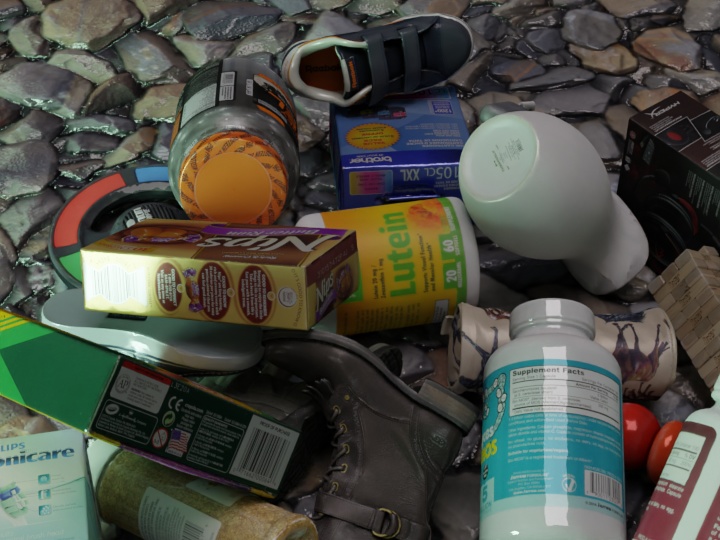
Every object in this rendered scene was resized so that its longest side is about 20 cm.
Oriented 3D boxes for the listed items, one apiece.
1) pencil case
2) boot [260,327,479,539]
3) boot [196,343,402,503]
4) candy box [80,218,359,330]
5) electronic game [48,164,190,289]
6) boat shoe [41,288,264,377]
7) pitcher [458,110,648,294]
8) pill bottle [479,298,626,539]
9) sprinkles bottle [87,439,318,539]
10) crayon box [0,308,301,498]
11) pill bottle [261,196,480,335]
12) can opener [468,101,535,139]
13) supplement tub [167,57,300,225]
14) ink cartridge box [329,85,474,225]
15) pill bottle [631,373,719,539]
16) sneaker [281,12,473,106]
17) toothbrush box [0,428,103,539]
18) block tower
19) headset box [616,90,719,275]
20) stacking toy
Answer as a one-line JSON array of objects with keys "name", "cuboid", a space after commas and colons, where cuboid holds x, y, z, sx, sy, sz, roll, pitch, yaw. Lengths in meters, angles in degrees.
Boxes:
[{"name": "pencil case", "cuboid": [0.169, 0.069, 1.107, 0.197, 0.079, 0.090, 2, 22, 2]}, {"name": "boot", "cuboid": [-0.015, 0.151, 0.978, 0.198, 0.069, 0.176, 24, 76, 7]}, {"name": "boot", "cuboid": [-0.068, 0.101, 1.084, 0.130, 0.068, 0.199, 29, 50, 34]}, {"name": "candy box", "cuboid": [-0.112, 0.000, 1.041, 0.198, 0.057, 0.117, 3, 16, 20]}, {"name": "electronic game", "cuboid": [-0.202, -0.036, 1.239, 0.197, 0.042, 0.201, 0, 44, 0]}, {"name": "boat shoe", "cuboid": [-0.171, 0.073, 1.085, 0.198, 0.092, 0.071, 9, 39, 16]}, {"name": "pitcher", "cuboid": [0.165, -0.082, 1.164, 0.121, 0.199, 0.173, -39, 52, 19]}, {"name": "pill bottle", "cuboid": [0.148, 0.126, 0.986, 0.109, 0.111, 0.202, 3, 61, 3]}, {"name": "sprinkles bottle", "cuboid": [-0.127, 0.184, 0.963, 0.198, 0.069, 0.068, 17, 45, 33]}, {"name": "crayon box", "cuboid": [-0.168, 0.091, 0.910, 0.171, 0.200, 0.059, 17, 80, 38]}, {"name": "pill bottle", "cuboid": [0.000, 0.000, 1.153, 0.197, 0.112, 0.112, -8, 44, -8]}, {"name": "can opener", "cuboid": [0.161, -0.137, 1.280, 0.066, 0.054, 0.200, 26, 15, 11]}, {"name": "supplement tub", "cuboid": [-0.117, -0.114, 1.200, 0.121, 0.124, 0.201, -3, 27, -3]}, {"name": "ink cartridge box", "cuboid": [0.042, -0.106, 1.269, 0.135, 0.077, 0.201, -3, 35, -4]}, {"name": "pill bottle", "cuboid": [0.266, 0.170, 0.911, 0.113, 0.114, 0.202, 24, 84, 23]}, {"name": "sneaker", "cuboid": [0.018, -0.206, 1.277, 0.198, 0.079, 0.080, -11, 18, 3]}, {"name": "toothbrush box", "cuboid": [-0.218, 0.234, 0.882, 0.084, 0.147, 0.201, -6, 45, -9]}, {"name": "block tower", "cuboid": [0.319, 0.070, 1.088, 0.057, 0.054, 0.201, 10, 44, -40]}, {"name": "headset box", "cuboid": [0.332, -0.047, 1.178, 0.075, 0.150, 0.200, -27, 50, -25]}, {"name": "stacking toy", "cuboid": [0.279, 0.162, 1.016, 0.198, 0.086, 0.085, 21, 47, 27]}]
